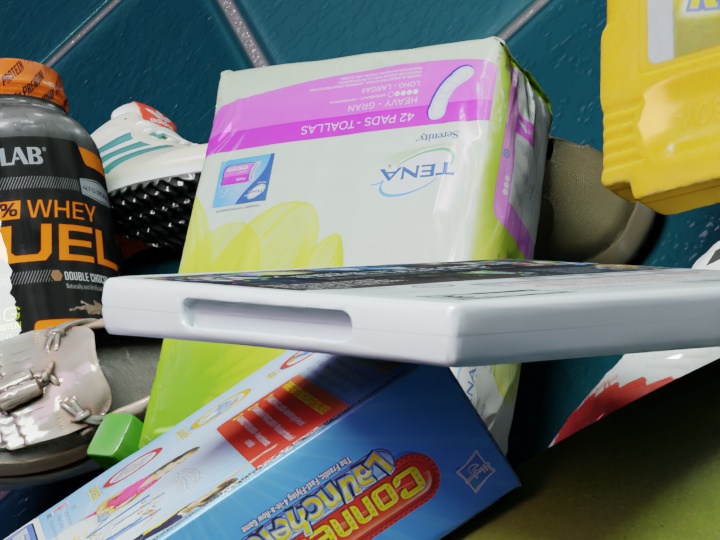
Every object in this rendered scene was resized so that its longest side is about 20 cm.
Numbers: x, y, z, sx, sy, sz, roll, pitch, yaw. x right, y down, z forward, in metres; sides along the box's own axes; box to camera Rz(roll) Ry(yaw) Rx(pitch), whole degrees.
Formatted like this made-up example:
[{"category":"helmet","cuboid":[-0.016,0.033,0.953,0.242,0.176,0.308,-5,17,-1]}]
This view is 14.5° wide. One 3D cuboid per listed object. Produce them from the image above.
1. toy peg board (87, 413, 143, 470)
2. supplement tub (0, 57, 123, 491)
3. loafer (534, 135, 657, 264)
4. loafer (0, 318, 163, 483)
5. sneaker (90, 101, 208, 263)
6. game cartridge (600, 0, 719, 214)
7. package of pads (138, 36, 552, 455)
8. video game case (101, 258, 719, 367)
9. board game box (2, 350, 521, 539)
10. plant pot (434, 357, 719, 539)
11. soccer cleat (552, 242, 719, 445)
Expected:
[{"category":"toy peg board","cuboid":[-0.069,0.157,1.243,0.199,0.098,0.201,-2,55,48]},{"category":"supplement tub","cuboid":[-0.182,0.002,1.440,0.122,0.122,0.201,-24,70,31]},{"category":"loafer","cuboid":[0.052,-0.038,1.331,0.199,0.067,0.076,-3,52,46]},{"category":"loafer","cuboid":[-0.115,0.047,1.337,0.063,0.199,0.072,113,140,-57]},{"category":"sneaker","cuboid":[-0.113,-0.058,1.533,0.199,0.070,0.094,-16,51,42]},{"category":"game cartridge","cuboid":[0.177,-0.132,1.154,0.176,0.032,0.201,-15,60,36]},{"category":"package of pads","cuboid":[0.000,0.000,1.225,0.154,0.068,0.201,-5,59,27]},{"category":"video game case","cuboid":[0.043,0.013,0.973,0.181,0.199,0.023,4,95,49]},{"category":"board game box","cuboid":[-0.055,0.097,1.022,0.195,0.056,0.200,-33,7,-6]},{"category":"plant pot","cuboid":[0.149,0.102,1.000,0.200,0.187,0.187,-41,32,-14]},{"category":"soccer cleat","cuboid":[0.146,0.034,1.147,0.200,0.069,0.085,-43,25,2]}]
